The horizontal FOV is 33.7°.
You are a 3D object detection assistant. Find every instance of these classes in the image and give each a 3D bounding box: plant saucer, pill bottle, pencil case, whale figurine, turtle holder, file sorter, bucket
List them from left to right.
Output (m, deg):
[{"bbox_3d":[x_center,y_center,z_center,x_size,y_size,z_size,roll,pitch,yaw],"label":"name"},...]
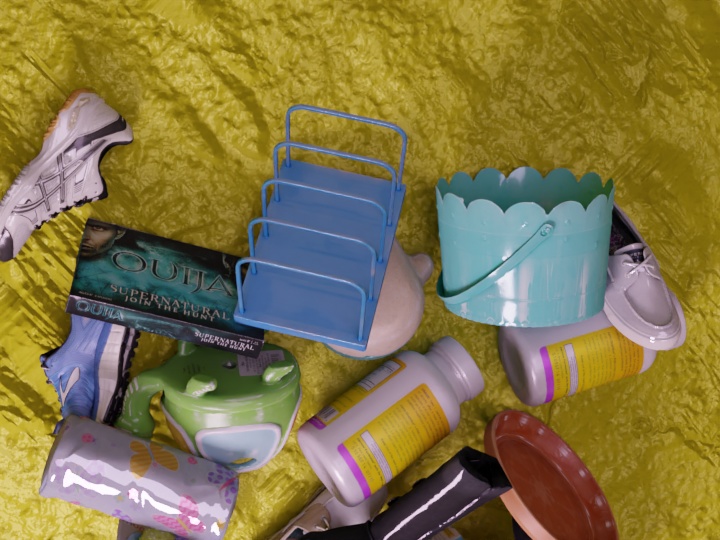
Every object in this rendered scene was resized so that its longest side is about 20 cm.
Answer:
[{"bbox_3d":[-0.221,0.215,1.193,0.198,0.083,0.091,19,125,-9],"label":"pencil case"},{"bbox_3d":[-0.150,0.146,1.245,0.184,0.141,0.133,-19,122,-35],"label":"turtle holder"},{"bbox_3d":[-0.038,-0.047,1.192,0.137,0.123,0.201,12,60,5],"label":"file sorter"},{"bbox_3d":[0.000,0.000,1.302,0.157,0.104,0.202,-3,72,-9],"label":"whale figurine"},{"bbox_3d":[0.037,0.159,1.296,0.199,0.104,0.105,-35,102,-15],"label":"pill bottle"},{"bbox_3d":[0.175,-0.029,1.276,0.205,0.207,0.136,-4,104,-12],"label":"bucket"},{"bbox_3d":[0.208,0.245,1.320,0.200,0.201,0.032,41,114,-14],"label":"plant saucer"},{"bbox_3d":[0.265,0.079,1.353,0.198,0.104,0.105,-15,99,-10],"label":"pill bottle"}]

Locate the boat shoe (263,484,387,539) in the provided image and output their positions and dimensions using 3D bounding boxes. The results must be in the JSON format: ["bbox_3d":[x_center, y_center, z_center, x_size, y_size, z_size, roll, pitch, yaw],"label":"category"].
[{"bbox_3d":[-0.047,0.298,1.322,0.200,0.068,0.075,-39,102,-7],"label":"boat shoe"}]

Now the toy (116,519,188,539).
[{"bbox_3d":[-0.192,0.297,1.219,0.115,0.200,0.047,32,100,-14],"label":"toy"}]

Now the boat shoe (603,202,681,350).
[{"bbox_3d":[0.296,-0.004,1.308,0.071,0.201,0.069,-9,139,-6],"label":"boat shoe"}]

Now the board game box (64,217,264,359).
[{"bbox_3d":[-0.196,0.016,1.230,0.198,0.136,0.028,15,125,-15],"label":"board game box"}]

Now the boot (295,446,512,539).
[{"bbox_3d":[0.041,0.254,1.215,0.199,0.164,0.066,-35,70,24],"label":"boot"}]

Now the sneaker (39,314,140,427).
[{"bbox_3d":[-0.293,0.118,1.255,0.088,0.079,0.202,15,97,7],"label":"sneaker"}]

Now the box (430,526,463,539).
[{"bbox_3d":[0.025,0.352,1.337,0.199,0.082,0.049,-27,101,-9],"label":"box"}]

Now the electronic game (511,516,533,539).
[{"bbox_3d":[0.232,0.341,1.331,0.041,0.200,0.200,-34,104,21],"label":"electronic game"}]

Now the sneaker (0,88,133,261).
[{"bbox_3d":[-0.307,-0.085,1.222,0.087,0.076,0.201,33,88,-13],"label":"sneaker"}]
